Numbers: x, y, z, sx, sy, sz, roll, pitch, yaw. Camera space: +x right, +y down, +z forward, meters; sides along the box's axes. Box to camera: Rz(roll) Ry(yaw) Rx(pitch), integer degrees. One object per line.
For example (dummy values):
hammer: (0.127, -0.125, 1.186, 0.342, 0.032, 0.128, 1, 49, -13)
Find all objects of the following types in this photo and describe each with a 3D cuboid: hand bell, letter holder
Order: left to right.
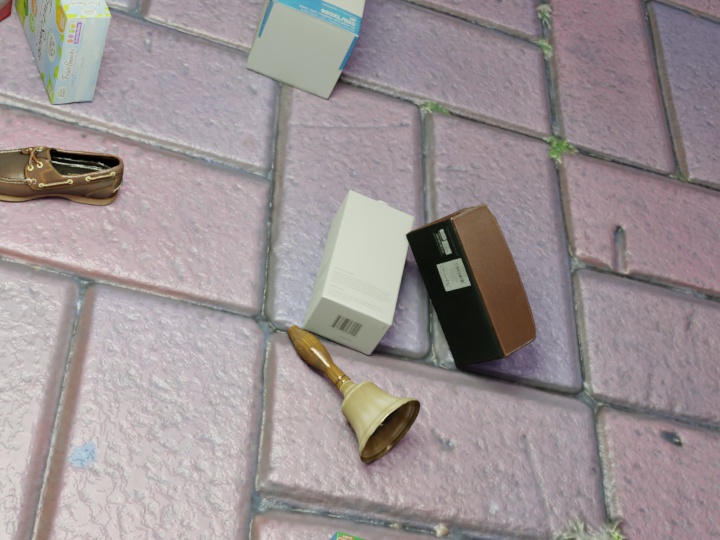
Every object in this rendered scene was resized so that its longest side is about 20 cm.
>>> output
hand bell: (-0.027, 0.140, 1.440, 0.104, 0.105, 0.200, -27, 59, -37)
letter holder: (0.176, 0.011, 1.561, 0.141, 0.100, 0.202, -23, 94, -39)

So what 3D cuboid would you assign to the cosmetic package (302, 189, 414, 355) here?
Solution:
cosmetic package: (0.000, 0.000, 1.543, 0.107, 0.085, 0.201, 23, 48, -9)

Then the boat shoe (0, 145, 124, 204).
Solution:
boat shoe: (-0.408, -0.133, 1.457, 0.198, 0.071, 0.071, 0, 57, -24)

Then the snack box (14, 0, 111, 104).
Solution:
snack box: (-0.418, -0.363, 1.556, 0.067, 0.169, 0.201, -12, 61, -30)

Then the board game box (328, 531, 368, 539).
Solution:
board game box: (0.024, 0.415, 1.278, 0.150, 0.037, 0.202, 19, 51, -13)

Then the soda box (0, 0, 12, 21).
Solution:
soda box: (-0.570, -0.351, 1.544, 0.070, 0.064, 0.200, 36, 49, 4)

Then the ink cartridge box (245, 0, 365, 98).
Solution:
ink cartridge box: (-0.078, -0.409, 1.767, 0.143, 0.148, 0.202, 19, 50, -12)
